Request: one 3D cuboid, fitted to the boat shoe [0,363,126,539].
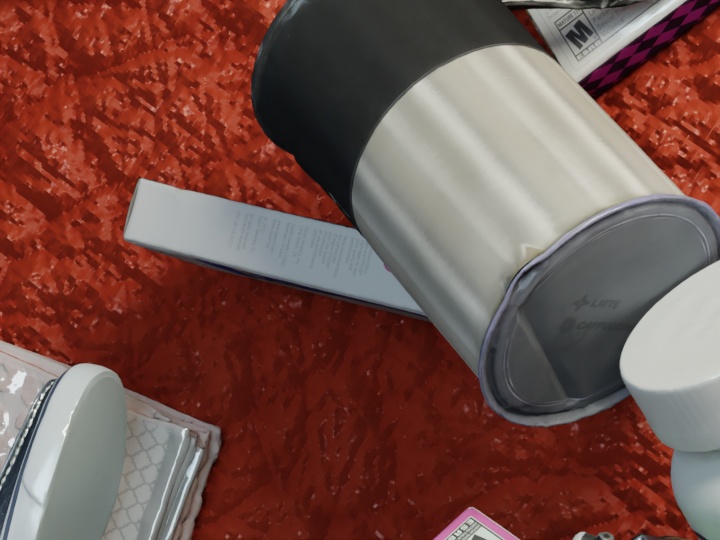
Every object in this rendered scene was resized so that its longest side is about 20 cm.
[{"bbox_3d":[-0.178,0.131,1.379,0.091,0.071,0.201,17,91,24],"label":"boat shoe"}]

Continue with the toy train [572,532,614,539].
[{"bbox_3d":[0.158,0.149,1.111,0.199,0.042,0.057,19,120,10],"label":"toy train"}]

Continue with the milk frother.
[{"bbox_3d":[0.089,-0.072,1.207,0.188,0.180,0.200,50,124,36],"label":"milk frother"}]

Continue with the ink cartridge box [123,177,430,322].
[{"bbox_3d":[0.000,0.000,1.328,0.199,0.095,0.037,16,89,28],"label":"ink cartridge box"}]

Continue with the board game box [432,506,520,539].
[{"bbox_3d":[0.072,0.202,1.141,0.200,0.064,0.147,34,55,24],"label":"board game box"}]

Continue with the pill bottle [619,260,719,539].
[{"bbox_3d":[0.189,0.093,1.153,0.109,0.110,0.200,-25,112,22],"label":"pill bottle"}]

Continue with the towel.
[{"bbox_3d":[-0.177,0.140,1.436,0.190,0.032,0.201,18,90,29],"label":"towel"}]

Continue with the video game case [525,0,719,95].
[{"bbox_3d":[0.134,-0.208,1.324,0.200,0.036,0.182,-37,68,18],"label":"video game case"}]

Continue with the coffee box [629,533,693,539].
[{"bbox_3d":[0.128,0.224,1.234,0.113,0.080,0.201,-32,69,19],"label":"coffee box"}]
